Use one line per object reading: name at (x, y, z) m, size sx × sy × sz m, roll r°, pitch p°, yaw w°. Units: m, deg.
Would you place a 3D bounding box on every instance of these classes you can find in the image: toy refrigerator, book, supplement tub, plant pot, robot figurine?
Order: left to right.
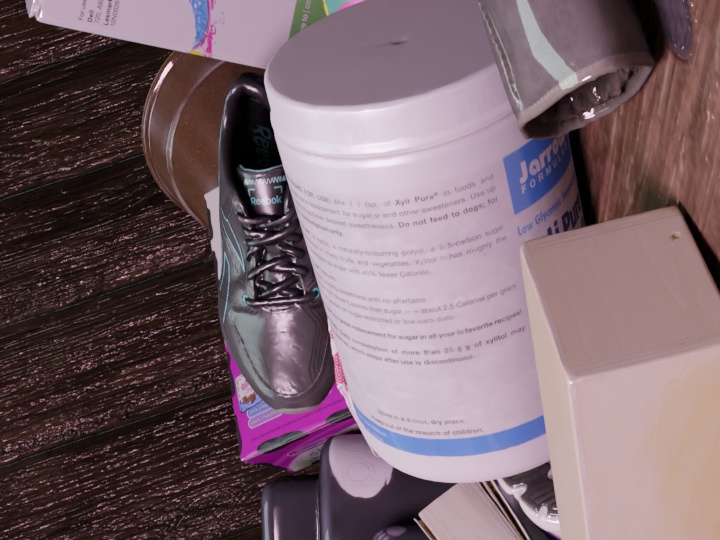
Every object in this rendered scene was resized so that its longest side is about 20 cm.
plant pot at (-0.054, -0.079, 1.271) m, size 0.198 × 0.199 × 0.201 m, roll -126°, pitch 17°, yaw -53°
robot figurine at (0.038, 0.165, 1.003) m, size 0.151 × 0.198 × 0.126 m, roll -92°, pitch 0°, yaw -55°
supplement tub at (0.040, -0.016, 0.743) m, size 0.132 × 0.131 × 0.201 m, roll -117°, pitch 10°, yaw -59°
book at (0.118, 0.216, 0.867) m, size 0.200 × 0.048 × 0.134 m, roll 54°, pitch 179°, yaw -31°
toy refrigerator at (0.114, 0.078, 0.633) m, size 0.076 × 0.069 × 0.201 m, roll -104°, pitch 0°, yaw -49°

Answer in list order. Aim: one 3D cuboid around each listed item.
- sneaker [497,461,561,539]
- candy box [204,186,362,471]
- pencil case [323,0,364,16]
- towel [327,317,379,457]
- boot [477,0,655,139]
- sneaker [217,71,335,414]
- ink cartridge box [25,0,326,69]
sneaker at (0.089, 0.089, 0.900) m, size 0.201 × 0.080 × 0.084 m, roll -114°, pitch 2°, yaw -45°
candy box at (-0.027, 0.017, 1.067) m, size 0.061 × 0.136 × 0.202 m, roll 19°, pitch -127°, yaw -49°
pencil case at (0.025, -0.099, 0.857) m, size 0.088 × 0.088 × 0.201 m, roll -118°, pitch 14°, yaw -63°
towel at (0.000, 0.000, 0.926) m, size 0.147 × 0.030 × 0.202 m, roll 69°, pitch -168°, yaw -68°
boot at (0.043, -0.155, 0.549) m, size 0.182 × 0.072 × 0.202 m, roll 33°, pitch -136°, yaw -76°
sneaker at (-0.055, -0.018, 0.922) m, size 0.079 × 0.075 × 0.202 m, roll 61°, pitch -160°, yaw -80°
ink cartridge box at (-0.107, -0.187, 1.022) m, size 0.145 × 0.198 × 0.085 m, roll -133°, pitch 54°, yaw -70°
